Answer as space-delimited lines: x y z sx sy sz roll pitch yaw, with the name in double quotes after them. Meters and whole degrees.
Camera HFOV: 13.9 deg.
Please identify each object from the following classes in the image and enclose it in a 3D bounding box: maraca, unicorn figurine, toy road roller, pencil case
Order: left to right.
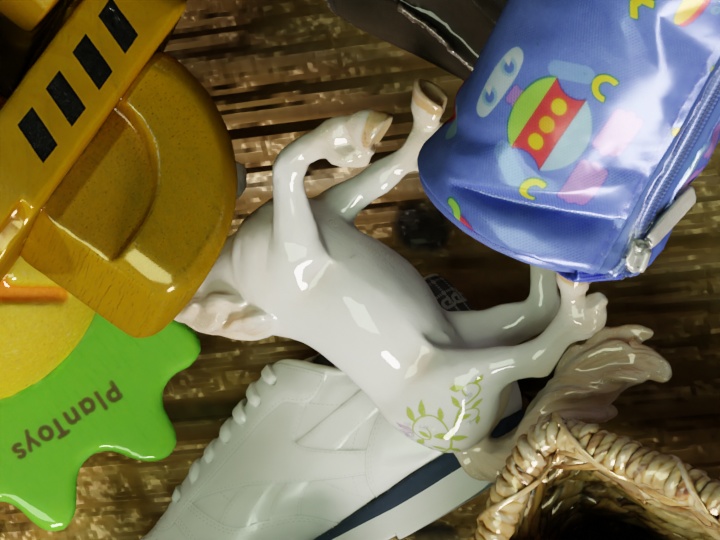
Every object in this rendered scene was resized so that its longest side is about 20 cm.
-0.145 -0.002 1.078 0.137 0.107 0.200 -34 88 -7 "maraca"
-0.090 -0.068 0.987 0.146 0.123 0.200 36 74 -3 "toy road roller"
0.000 0.000 1.020 0.200 0.074 0.137 49 125 14 "unicorn figurine"
0.092 -0.083 0.884 0.087 0.078 0.200 47 124 28 "pencil case"

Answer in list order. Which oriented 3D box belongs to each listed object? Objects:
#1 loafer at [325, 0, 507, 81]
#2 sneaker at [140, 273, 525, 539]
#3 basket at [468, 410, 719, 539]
0.028 -0.105 1.014 0.200 0.073 0.071 50 124 1 "loafer"
-0.025 0.076 1.111 0.200 0.076 0.081 -30 88 23 "sneaker"
0.117 0.161 0.973 0.200 0.149 0.143 27 76 20 "basket"
